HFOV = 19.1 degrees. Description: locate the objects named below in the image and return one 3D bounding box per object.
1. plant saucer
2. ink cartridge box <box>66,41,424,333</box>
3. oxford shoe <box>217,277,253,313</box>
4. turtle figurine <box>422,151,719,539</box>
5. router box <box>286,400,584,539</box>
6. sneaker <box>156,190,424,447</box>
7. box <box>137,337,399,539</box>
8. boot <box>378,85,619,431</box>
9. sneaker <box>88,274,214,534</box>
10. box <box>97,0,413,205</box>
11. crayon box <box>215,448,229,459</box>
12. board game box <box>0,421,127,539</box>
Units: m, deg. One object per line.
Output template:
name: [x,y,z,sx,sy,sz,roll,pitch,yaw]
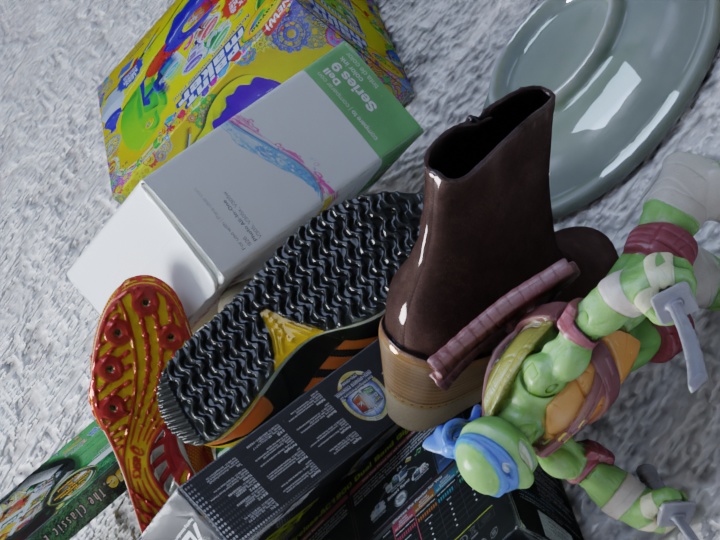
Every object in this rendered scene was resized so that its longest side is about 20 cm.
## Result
plant saucer: [0.131,-0.123,1.312,0.200,0.050,0.200,-40,29,27]
ink cartridge box: [-0.075,-0.043,1.392,0.200,0.088,0.145,-40,-2,-36]
oxford shoe: [0.000,0.000,1.266,0.199,0.075,0.071,-9,36,19]
turtle figurine: [0.146,0.049,0.999,0.200,0.144,0.194,-8,35,47]
router box: [0.022,0.167,1.119,0.200,0.062,0.150,-45,27,17]
sneaker: [-0.022,0.029,1.218,0.200,0.090,0.070,-39,68,10]
box: [-0.053,0.125,1.164,0.200,0.044,0.160,-35,-11,-45]
boot: [0.087,-0.020,1.089,0.200,0.072,0.167,-34,-36,-43]
sneaker: [-0.130,0.090,1.343,0.073,0.201,0.077,-7,28,-4]
box: [-0.083,-0.134,1.603,0.200,0.122,0.193,-46,28,15]
crayon box: [-0.036,0.053,1.372,0.126,0.052,0.200,-42,27,21]
board game box: [-0.198,0.148,1.457,0.200,0.023,0.105,-40,17,-15]
